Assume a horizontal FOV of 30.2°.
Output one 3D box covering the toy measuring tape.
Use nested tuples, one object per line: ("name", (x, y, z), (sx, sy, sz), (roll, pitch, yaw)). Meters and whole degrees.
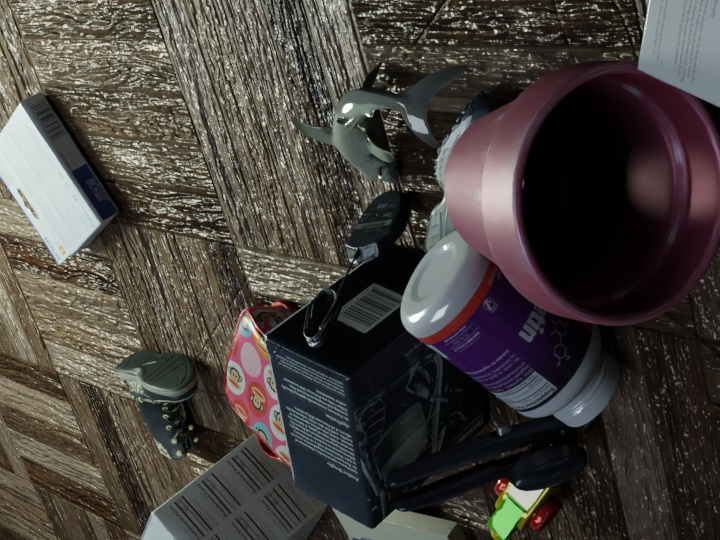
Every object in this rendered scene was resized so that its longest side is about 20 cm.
("toy measuring tape", (0.193, 0.207, 1.379), (0.073, 0.073, 0.201), (41, 121, 19))

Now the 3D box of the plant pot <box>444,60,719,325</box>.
("plant pot", (0.163, -0.066, 1.070), (0.179, 0.199, 0.202), (15, 132, 65))

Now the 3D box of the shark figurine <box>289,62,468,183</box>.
("shark figurine", (0.015, -0.160, 1.253), (0.127, 0.090, 0.214), (29, 163, -6))

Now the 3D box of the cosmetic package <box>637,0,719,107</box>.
("cosmetic package", (0.297, -0.156, 0.903), (0.199, 0.085, 0.108), (33, 141, 29))

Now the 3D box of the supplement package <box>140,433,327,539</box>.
("supplement package", (-0.181, 0.364, 1.831), (0.147, 0.199, 0.192), (46, 146, 13))

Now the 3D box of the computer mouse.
("computer mouse", (0.000, 0.000, 1.312), (0.058, 0.201, 0.034), (-3, 137, 46))

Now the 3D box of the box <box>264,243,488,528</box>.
("box", (0.022, 0.115, 1.368), (0.123, 0.199, 0.198), (23, 135, 36))

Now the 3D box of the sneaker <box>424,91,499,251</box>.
("sneaker", (0.118, -0.077, 1.217), (0.086, 0.078, 0.201), (26, 145, 18))

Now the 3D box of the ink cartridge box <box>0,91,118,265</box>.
("ink cartridge box", (-0.434, -0.125, 1.870), (0.201, 0.040, 0.200), (57, 146, -2))

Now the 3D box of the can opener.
("can opener", (0.121, 0.187, 1.303), (0.079, 0.198, 0.064), (-46, -58, -82))

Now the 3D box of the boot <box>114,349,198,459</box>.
("boot", (-0.266, 0.198, 1.911), (0.203, 0.073, 0.155), (8, 127, 55))

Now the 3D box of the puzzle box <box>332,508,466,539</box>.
("puzzle box", (0.065, 0.347, 1.642), (0.199, 0.025, 0.134), (4, 131, 45))

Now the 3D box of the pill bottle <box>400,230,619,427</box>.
("pill bottle", (0.140, 0.057, 1.214), (0.199, 0.113, 0.112), (36, 151, -19))

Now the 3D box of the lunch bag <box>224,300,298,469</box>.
("lunch bag", (-0.083, 0.154, 1.597), (0.200, 0.081, 0.178), (41, 129, 36))
